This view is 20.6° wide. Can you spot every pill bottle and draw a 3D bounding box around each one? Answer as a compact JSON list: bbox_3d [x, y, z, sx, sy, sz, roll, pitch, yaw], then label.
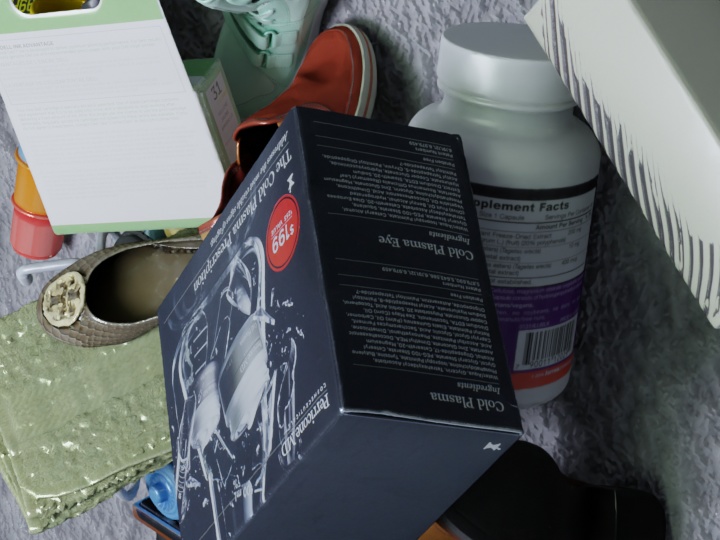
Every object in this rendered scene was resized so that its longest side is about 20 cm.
[{"bbox_3d":[0.076,-0.033,1.121,0.111,0.111,0.201,24,117,40],"label":"pill bottle"}]

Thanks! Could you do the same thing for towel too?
[{"bbox_3d":[-0.158,0.068,1.297,0.199,0.036,0.149,-28,69,5],"label":"towel"}]

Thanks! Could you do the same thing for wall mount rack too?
[{"bbox_3d":[-0.192,0.075,1.416,0.074,0.174,0.201,-8,70,10],"label":"wall mount rack"}]

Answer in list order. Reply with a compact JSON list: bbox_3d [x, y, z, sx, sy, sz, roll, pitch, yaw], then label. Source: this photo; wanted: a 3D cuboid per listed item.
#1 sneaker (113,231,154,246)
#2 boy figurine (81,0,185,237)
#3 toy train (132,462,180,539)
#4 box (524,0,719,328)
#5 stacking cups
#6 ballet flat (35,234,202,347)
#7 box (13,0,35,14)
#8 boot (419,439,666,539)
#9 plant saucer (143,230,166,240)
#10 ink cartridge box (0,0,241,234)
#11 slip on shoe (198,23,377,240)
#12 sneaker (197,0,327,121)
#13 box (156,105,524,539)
[{"bbox_3d":[-0.131,0.060,1.342,0.200,0.088,0.074,54,166,24],"label":"sneaker"},{"bbox_3d":[-0.127,-0.105,1.339,0.201,0.064,0.124,67,158,6],"label":"boy figurine"},{"bbox_3d":[-0.077,0.189,1.362,0.200,0.086,0.115,24,125,42],"label":"toy train"},{"bbox_3d":[0.175,-0.076,1.030,0.068,0.082,0.201,-46,67,44],"label":"box"},{"bbox_3d":[-0.224,-0.102,1.463,0.060,0.060,0.201,39,131,32],"label":"stacking cups"},{"bbox_3d":[-0.120,0.006,1.257,0.199,0.046,0.068,-9,73,18],"label":"ballet flat"},{"bbox_3d":[-0.277,-0.242,1.365,0.044,0.199,0.161,41,128,31],"label":"box"},{"bbox_3d":[0.046,0.135,1.155,0.199,0.188,0.069,-5,81,45],"label":"boot"},{"bbox_3d":[-0.140,0.049,1.437,0.070,0.019,0.201,27,118,38],"label":"plant saucer"},{"bbox_3d":[-0.158,-0.117,1.244,0.145,0.048,0.201,-2,123,25],"label":"ink cartridge box"},{"bbox_3d":[-0.042,-0.079,1.194,0.061,0.201,0.074,38,143,-22],"label":"slip on shoe"},{"bbox_3d":[-0.077,-0.167,1.238,0.074,0.118,0.201,50,133,22],"label":"sneaker"},{"bbox_3d":[-0.019,0.050,1.045,0.200,0.104,0.183,-52,39,45],"label":"box"}]
